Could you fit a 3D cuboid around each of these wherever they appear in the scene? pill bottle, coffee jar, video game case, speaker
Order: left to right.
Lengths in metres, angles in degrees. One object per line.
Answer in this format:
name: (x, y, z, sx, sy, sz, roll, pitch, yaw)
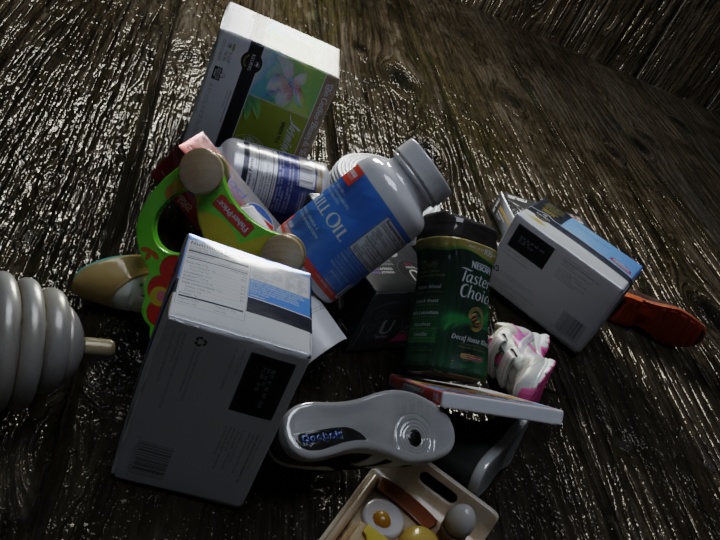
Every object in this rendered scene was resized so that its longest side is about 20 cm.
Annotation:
pill bottle: (-0.152, -0.122, 1.187, 0.197, 0.112, 0.112, 13, 33, -22)
speaker: (-0.101, 0.026, 0.987, 0.201, 0.081, 0.081, 54, 36, 8)
pill bottle: (0.006, -0.064, 0.998, 0.113, 0.199, 0.112, 52, 3, -4)
coffee jar: (0.112, 0.032, 1.030, 0.103, 0.085, 0.204, 15, 76, -36)
video game case: (0.126, 0.147, 0.972, 0.140, 0.018, 0.200, 11, -4, -14)

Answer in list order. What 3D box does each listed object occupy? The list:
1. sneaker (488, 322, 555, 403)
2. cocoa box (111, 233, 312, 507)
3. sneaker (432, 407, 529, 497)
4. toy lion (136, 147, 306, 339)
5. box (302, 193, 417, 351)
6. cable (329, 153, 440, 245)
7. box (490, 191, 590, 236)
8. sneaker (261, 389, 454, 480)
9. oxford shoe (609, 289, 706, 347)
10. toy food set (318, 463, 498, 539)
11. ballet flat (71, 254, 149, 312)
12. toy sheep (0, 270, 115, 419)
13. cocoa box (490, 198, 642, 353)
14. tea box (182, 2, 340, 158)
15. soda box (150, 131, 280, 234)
sneaker: (0.206, 0.128, 1.132, 0.087, 0.083, 0.200, 22, 15, 2)
cocoa box: (-0.137, 0.095, 0.790, 0.131, 0.202, 0.132, 17, 31, -14)
sneaker: (0.135, 0.191, 0.994, 0.098, 0.072, 0.199, 27, 20, 23)
toy lion: (-0.167, -0.001, 0.913, 0.200, 0.192, 0.069, 46, 2, -4)
box: (0.000, 0.000, 1.131, 0.121, 0.107, 0.201, -1, 42, -37)
cable: (0.035, -0.119, 1.372, 0.198, 0.070, 0.200, -5, 44, -42)
box: (0.354, -0.062, 1.562, 0.197, 0.049, 0.159, 15, 33, -21)
sneaker: (-0.010, 0.172, 0.861, 0.197, 0.112, 0.074, 7, 63, -28)
oxford shoe: (0.512, 0.072, 1.472, 0.197, 0.072, 0.073, 23, 26, -7)
toy food set: (0.047, 0.262, 0.826, 0.143, 0.061, 0.200, 35, 31, 11)
ballet flat: (-0.229, 0.017, 0.964, 0.198, 0.069, 0.063, -8, 50, -44)
toy sheep: (-0.321, 0.067, 0.753, 0.197, 0.139, 0.139, 3, 38, -35)
cocoa box: (0.321, 0.003, 1.340, 0.199, 0.135, 0.131, 38, 32, 17)
tea box: (-0.154, -0.275, 1.325, 0.194, 0.202, 0.134, 18, 31, -14)
soda box: (-0.172, -0.075, 1.081, 0.201, 0.063, 0.070, 50, 30, -8)
